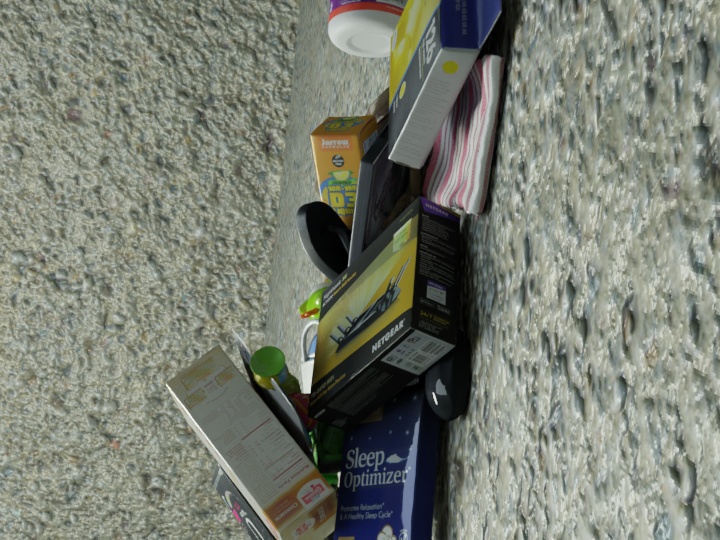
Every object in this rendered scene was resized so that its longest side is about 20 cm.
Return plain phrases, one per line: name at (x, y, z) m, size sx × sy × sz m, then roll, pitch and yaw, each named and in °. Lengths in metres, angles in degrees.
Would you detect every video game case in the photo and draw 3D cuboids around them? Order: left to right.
video game case at (0.032, -0.105, 1.287) m, size 0.200 × 0.019 × 0.143 m, roll -60°, pitch -18°, yaw -52°

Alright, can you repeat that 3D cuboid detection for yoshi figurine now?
yoshi figurine at (-0.012, 0.041, 1.559) m, size 0.112 × 0.112 × 0.200 m, roll -55°, pitch -3°, yaw 3°

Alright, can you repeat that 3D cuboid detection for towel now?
towel at (0.095, -0.132, 1.138) m, size 0.200 × 0.030 × 0.147 m, roll -140°, pitch 56°, yaw -79°

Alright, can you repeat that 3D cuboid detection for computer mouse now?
computer mouse at (0.078, 0.051, 1.118) m, size 0.059 × 0.034 × 0.201 m, roll 107°, pitch 166°, yaw -54°

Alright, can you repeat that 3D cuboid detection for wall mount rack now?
wall mount rack at (-0.040, 0.167, 1.492) m, size 0.174 × 0.074 × 0.201 m, roll -22°, pitch 69°, yaw 54°

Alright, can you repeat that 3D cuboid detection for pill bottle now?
pill bottle at (0.019, -0.385, 1.505) m, size 0.112 × 0.112 × 0.201 m, roll 129°, pitch 146°, yaw -74°

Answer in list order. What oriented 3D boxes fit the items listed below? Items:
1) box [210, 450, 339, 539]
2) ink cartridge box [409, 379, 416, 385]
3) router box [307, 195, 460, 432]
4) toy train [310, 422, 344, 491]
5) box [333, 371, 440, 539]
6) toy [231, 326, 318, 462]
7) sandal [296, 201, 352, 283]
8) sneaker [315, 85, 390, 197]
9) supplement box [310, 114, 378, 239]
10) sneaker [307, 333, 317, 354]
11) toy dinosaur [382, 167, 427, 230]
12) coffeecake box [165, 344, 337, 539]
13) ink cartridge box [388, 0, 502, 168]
box at (-0.082, 0.298, 1.427) m, size 0.200 × 0.106 × 0.122 m, roll 51°, pitch 158°, yaw 11°
ink cartridge box at (0.021, 0.191, 1.286) m, size 0.117 × 0.067 × 0.201 m, roll 113°, pitch 159°, yaw -61°
router box at (0.022, 0.046, 1.152) m, size 0.200 × 0.052 × 0.158 m, roll -45°, pitch 30°, yaw 45°
toy train at (-0.035, 0.190, 1.301) m, size 0.057 × 0.042 × 0.201 m, roll -111°, pitch 26°, yaw -47°
box at (0.028, 0.191, 1.155) m, size 0.121 × 0.032 × 0.201 m, roll -17°, pitch 59°, yaw 48°
toy at (-0.074, 0.139, 1.237) m, size 0.115 × 0.047 × 0.200 m, roll 48°, pitch 166°, yaw 30°
sandal at (0.000, 0.000, 1.313) m, size 0.043 × 0.200 × 0.076 m, roll -26°, pitch 19°, yaw 34°
sneaker at (0.030, -0.143, 1.399) m, size 0.076 × 0.070 × 0.200 m, roll 49°, pitch 118°, yaw 18°
supplement box at (-0.006, -0.076, 1.359) m, size 0.069 × 0.066 × 0.201 m, roll -49°, pitch -46°, yaw -58°
sneaker at (-0.031, 0.176, 1.622) m, size 0.082 × 0.074 × 0.201 m, roll 126°, pitch 141°, yaw -69°
toy dinosaur at (0.059, -0.059, 1.293) m, size 0.200 × 0.058 × 0.101 m, roll 85°, pitch -157°, yaw -60°
coffeecake box at (-0.110, 0.197, 1.241) m, size 0.200 × 0.073 × 0.154 m, roll 49°, pitch 166°, yaw 20°
ink cartridge box at (0.078, -0.237, 1.134) m, size 0.200 × 0.047 × 0.198 m, roll 115°, pitch 165°, yaw -45°
